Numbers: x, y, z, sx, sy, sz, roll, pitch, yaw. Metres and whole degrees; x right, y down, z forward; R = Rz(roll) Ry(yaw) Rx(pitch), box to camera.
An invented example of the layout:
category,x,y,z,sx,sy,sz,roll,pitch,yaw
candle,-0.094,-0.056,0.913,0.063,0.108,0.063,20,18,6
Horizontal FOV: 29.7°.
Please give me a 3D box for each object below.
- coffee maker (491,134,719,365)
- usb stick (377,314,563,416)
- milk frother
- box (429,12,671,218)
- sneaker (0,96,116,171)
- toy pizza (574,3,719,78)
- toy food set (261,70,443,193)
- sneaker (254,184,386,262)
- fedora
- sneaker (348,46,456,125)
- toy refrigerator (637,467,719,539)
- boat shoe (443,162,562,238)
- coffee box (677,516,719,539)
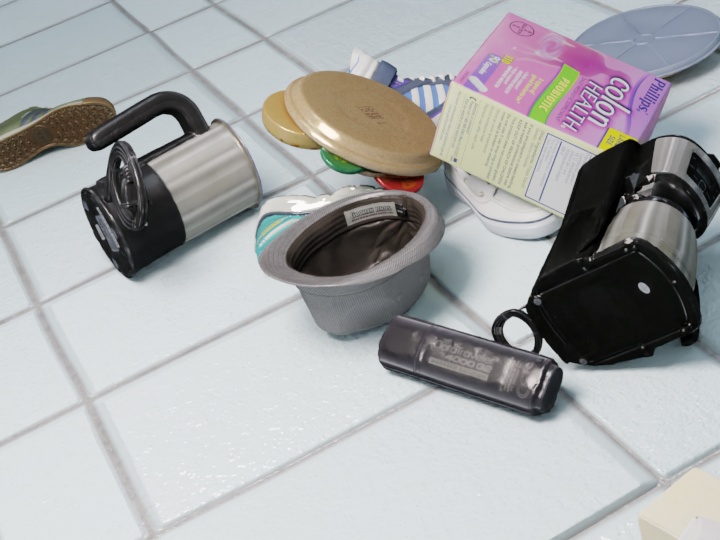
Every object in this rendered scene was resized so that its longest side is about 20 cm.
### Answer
category,x,y,z,sx,sy,sz,roll,pitch,yaw
coffee maker,0.228,-0.022,1.243,0.190,0.136,0.201,-3,33,25
usb stick,0.095,0.084,1.231,0.199,0.033,0.056,15,76,43
milk frother,-0.210,-0.101,1.553,0.187,0.182,0.199,-31,30,-21
box,0.202,-0.161,1.435,0.198,0.097,0.176,27,42,11
sneaker,-0.455,-0.217,1.984,0.198,0.068,0.090,-22,36,-1
toy pizza,0.355,-0.275,1.688,0.198,0.032,0.201,-14,31,9
toy food set,0.003,-0.154,1.496,0.197,0.049,0.199,36,32,17
sneaker,-0.024,-0.038,1.486,0.198,0.078,0.080,-8,53,21
fedora,0.000,0.000,1.371,0.175,0.091,0.200,10,37,37
sneaker,0.056,-0.225,1.643,0.199,0.147,0.081,-34,-3,-18
toy refrigerator,0.283,0.211,0.895,0.070,0.077,0.199,-33,33,-24
boat shoe,0.143,-0.095,1.472,0.073,0.067,0.200,-30,32,-19
coffee box,0.220,0.286,0.685,0.198,0.199,0.200,15,45,41
